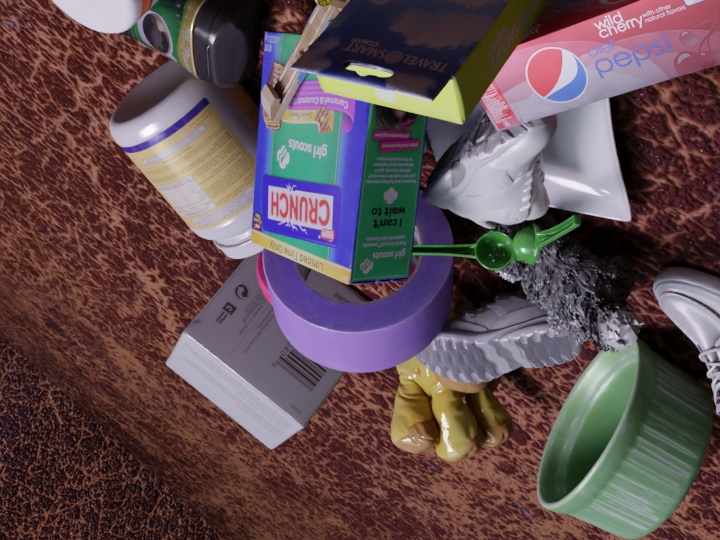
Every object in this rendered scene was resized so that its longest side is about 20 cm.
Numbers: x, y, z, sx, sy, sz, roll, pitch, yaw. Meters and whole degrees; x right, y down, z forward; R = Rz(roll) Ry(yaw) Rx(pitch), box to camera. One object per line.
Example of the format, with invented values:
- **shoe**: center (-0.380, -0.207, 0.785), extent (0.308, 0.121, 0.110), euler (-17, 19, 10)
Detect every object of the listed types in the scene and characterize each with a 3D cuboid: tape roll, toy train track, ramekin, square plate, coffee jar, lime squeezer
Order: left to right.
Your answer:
- **coffee jar**: center (-0.189, -0.263, 0.989), extent (0.199, 0.085, 0.105), euler (30, 151, 13)
- **toy train track**: center (-0.039, -0.213, 0.830), extent (0.201, 0.032, 0.115), euler (-57, 45, 29)
- **tape roll**: center (0.000, 0.000, 1.066), extent (0.199, 0.200, 0.085), euler (25, 153, 19)
- **lime squeezer**: center (0.130, -0.028, 0.910), extent (0.199, 0.038, 0.070), euler (-8, 148, 45)
- **square plate**: center (0.136, -0.136, 0.879), extent (0.197, 0.029, 0.201), euler (15, 147, 34)
- **ramekin**: center (0.275, 0.177, 1.043), extent (0.097, 0.201, 0.200), euler (28, 154, -2)

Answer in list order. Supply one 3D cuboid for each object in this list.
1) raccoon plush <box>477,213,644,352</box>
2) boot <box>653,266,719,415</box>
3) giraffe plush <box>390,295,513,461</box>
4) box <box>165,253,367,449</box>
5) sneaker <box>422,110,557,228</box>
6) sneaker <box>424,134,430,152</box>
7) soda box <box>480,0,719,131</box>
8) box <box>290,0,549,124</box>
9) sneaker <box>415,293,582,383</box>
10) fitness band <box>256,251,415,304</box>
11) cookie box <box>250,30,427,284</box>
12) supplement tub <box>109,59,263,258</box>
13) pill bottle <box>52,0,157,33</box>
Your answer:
- **raccoon plush**: center (0.186, -0.007, 0.927), extent (0.134, 0.097, 0.200), euler (38, 176, -5)
- **boot**: center (0.343, 0.085, 0.919), extent (0.199, 0.096, 0.074), euler (34, 153, 4)
- **giraffe plush**: center (0.114, 0.107, 1.198), extent (0.201, 0.172, 0.162), euler (63, 151, 23)
- **box**: center (-0.118, 0.094, 1.357), extent (0.200, 0.199, 0.171), euler (38, 154, -2)
- **sneaker**: center (0.131, -0.089, 0.864), extent (0.099, 0.078, 0.200), euler (32, 163, -7)
- **sneaker**: center (-0.012, -0.128, 1.020), extent (0.200, 0.071, 0.080), euler (-2, 138, 50)
- **soda box**: center (0.172, -0.165, 0.705), extent (0.199, 0.070, 0.064), euler (-12, 126, 41)
- **box**: center (0.055, -0.180, 0.710), extent (0.121, 0.200, 0.048), euler (18, 148, 31)
- **sneaker**: center (0.147, 0.067, 1.086), extent (0.199, 0.082, 0.075), euler (-8, 130, 28)
- **fitness band**: center (-0.025, 0.003, 1.163), extent (0.199, 0.144, 0.038), euler (23, 150, 23)
- **cookie box**: center (-0.022, -0.105, 0.898), extent (0.171, 0.075, 0.202), euler (21, 111, 51)
- **supplement tub**: center (-0.161, -0.126, 1.111), extent (0.145, 0.146, 0.200), euler (2, 137, 48)
- **pill bottle**: center (-0.163, -0.290, 0.786), extent (0.114, 0.200, 0.114), euler (27, 152, 16)
